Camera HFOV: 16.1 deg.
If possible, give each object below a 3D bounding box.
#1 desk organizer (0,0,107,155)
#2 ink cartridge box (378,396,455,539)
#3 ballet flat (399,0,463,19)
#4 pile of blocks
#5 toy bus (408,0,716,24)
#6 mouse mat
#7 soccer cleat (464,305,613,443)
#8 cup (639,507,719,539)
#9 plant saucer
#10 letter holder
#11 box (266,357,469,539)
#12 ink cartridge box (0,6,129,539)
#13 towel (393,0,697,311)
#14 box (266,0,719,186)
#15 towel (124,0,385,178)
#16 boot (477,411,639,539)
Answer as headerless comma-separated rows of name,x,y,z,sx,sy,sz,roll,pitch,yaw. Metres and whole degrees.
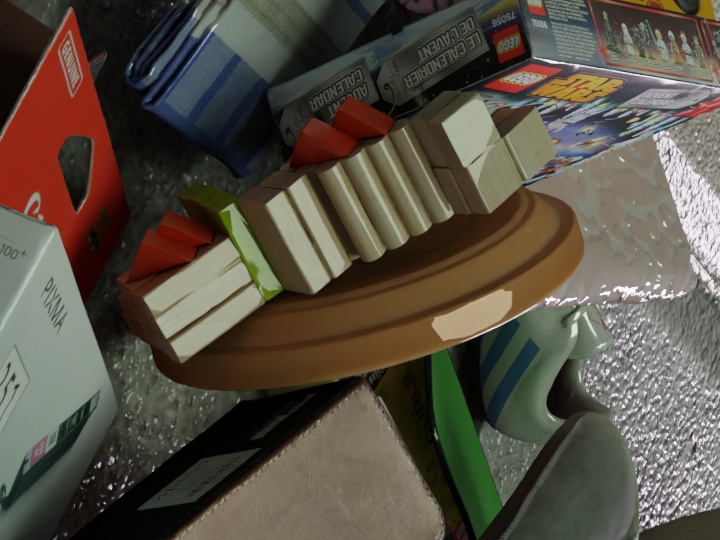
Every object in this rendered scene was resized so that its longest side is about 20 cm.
desk organizer,-0.182,-0.046,0.964,0.072,0.077,0.200,-60,174,29
ink cartridge box,-0.012,0.181,1.192,0.145,0.084,0.201,-35,100,-46
ballet flat,0.081,-0.194,1.111,0.200,0.069,0.071,-42,141,-19
pile of blocks,-0.021,-0.036,1.068,0.062,0.199,0.082,62,6,-23
toy bus,0.109,-0.127,1.302,0.200,0.065,0.079,13,60,-49
mouse mat,0.063,0.126,1.293,0.161,0.007,0.201,-87,160,-69
soccer cleat,0.096,0.003,1.374,0.070,0.086,0.201,-39,127,-45
cup,0.214,0.228,1.545,0.200,0.143,0.201,-16,109,-54
plant saucer,0.000,0.000,1.135,0.200,0.200,0.032,-35,115,-47
letter holder,-0.056,0.160,1.044,0.200,0.100,0.143,-37,102,-33
box,0.006,0.082,1.292,0.075,0.050,0.201,-55,138,-37
ink cartridge box,-0.126,0.018,1.014,0.174,0.043,0.200,-62,168,-19
towel,0.102,-0.073,1.347,0.200,0.032,0.192,-2,74,-55
box,0.072,-0.081,1.158,0.200,0.137,0.040,2,70,-54
towel,-0.018,-0.138,1.106,0.200,0.024,0.147,-53,160,1
boot,0.073,0.177,1.169,0.200,0.072,0.183,-45,145,-68
